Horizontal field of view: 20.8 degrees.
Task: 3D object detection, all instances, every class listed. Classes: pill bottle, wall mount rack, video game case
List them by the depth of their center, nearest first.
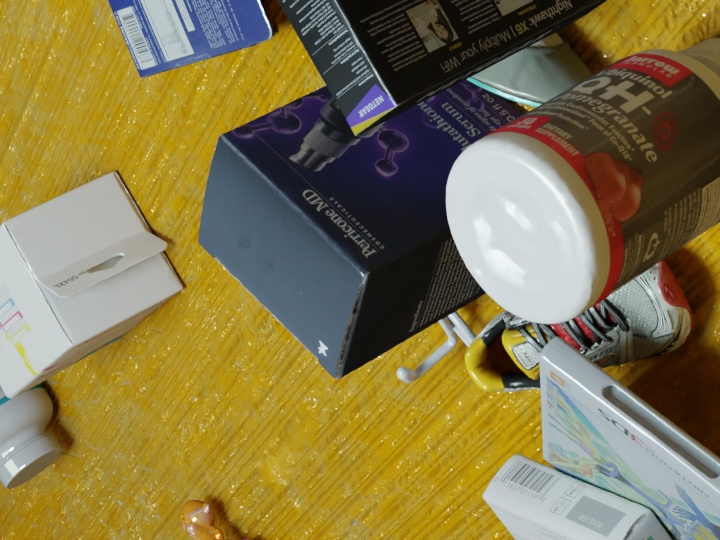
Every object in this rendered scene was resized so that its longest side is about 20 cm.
[{"bbox_3d":[0.152,-0.059,1.116,0.110,0.200,0.111,31,136,35],"label":"pill bottle"},{"bbox_3d":[0.192,0.139,1.281,0.182,0.022,0.200,38,165,20],"label":"video game case"},{"bbox_3d":[0.000,0.000,1.406,0.200,0.074,0.174,49,178,26],"label":"wall mount rack"},{"bbox_3d":[-0.392,0.125,2.025,0.200,0.111,0.111,54,145,11],"label":"pill bottle"}]

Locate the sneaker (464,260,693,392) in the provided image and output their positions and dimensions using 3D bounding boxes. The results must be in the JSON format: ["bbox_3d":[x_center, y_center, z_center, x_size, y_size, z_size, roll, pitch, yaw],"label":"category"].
[{"bbox_3d":[0.144,0.043,1.305,0.078,0.082,0.200,60,145,1],"label":"sneaker"}]

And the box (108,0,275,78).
[{"bbox_3d":[-0.133,-0.222,1.512,0.200,0.032,0.122,-5,111,55],"label":"box"}]

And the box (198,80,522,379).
[{"bbox_3d":[0.016,-0.045,1.299,0.148,0.200,0.105,42,141,24],"label":"box"}]

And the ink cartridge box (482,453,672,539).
[{"bbox_3d":[0.191,0.228,1.395,0.200,0.050,0.161,51,163,-27],"label":"ink cartridge box"}]

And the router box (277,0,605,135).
[{"bbox_3d":[0.040,-0.191,1.165,0.158,0.200,0.052,60,146,1],"label":"router box"}]

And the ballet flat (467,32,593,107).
[{"bbox_3d":[0.075,-0.156,1.268,0.199,0.067,0.064,25,121,39],"label":"ballet flat"}]

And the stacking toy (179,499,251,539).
[{"bbox_3d":[-0.112,0.292,1.812,0.200,0.109,0.116,54,131,29],"label":"stacking toy"}]

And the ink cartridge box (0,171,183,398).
[{"bbox_3d":[-0.264,0.010,1.764,0.126,0.128,0.200,59,145,2],"label":"ink cartridge box"}]
